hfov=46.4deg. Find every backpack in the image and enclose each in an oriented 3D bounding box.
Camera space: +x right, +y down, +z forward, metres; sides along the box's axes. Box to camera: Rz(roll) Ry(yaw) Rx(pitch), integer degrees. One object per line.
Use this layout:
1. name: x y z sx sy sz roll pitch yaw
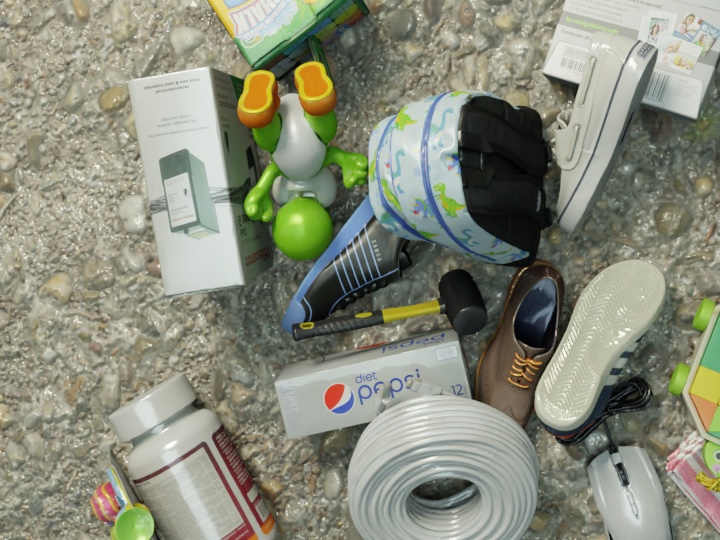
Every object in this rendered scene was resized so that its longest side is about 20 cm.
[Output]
1. backpack: 0.095 -0.086 0.770 0.151 0.200 0.167 2 92 17

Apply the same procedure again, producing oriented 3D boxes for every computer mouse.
1. computer mouse: 0.276 0.222 0.869 0.108 0.044 0.203 -21 94 8

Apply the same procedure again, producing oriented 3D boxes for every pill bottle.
1. pill bottle: -0.178 0.219 0.889 0.108 0.110 0.203 -28 93 9

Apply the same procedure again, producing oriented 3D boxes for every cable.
1. cable: 0.084 0.216 0.844 0.196 0.070 0.203 15 120 -10

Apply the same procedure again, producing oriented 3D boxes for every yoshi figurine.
1. yoshi figurine: -0.056 -0.085 0.793 0.111 0.202 0.112 30 61 24

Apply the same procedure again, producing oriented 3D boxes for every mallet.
1. mallet: 0.032 0.051 0.836 0.196 0.066 0.042 -15 130 -12

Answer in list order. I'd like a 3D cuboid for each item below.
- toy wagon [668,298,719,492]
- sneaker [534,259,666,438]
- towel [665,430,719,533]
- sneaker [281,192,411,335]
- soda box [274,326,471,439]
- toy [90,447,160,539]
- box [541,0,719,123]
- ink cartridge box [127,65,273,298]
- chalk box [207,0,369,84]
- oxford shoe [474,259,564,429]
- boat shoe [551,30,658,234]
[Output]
1. toy wagon: 0.385 0.125 0.822 0.153 0.040 0.203 22 90 16
2. sneaker: 0.237 0.080 0.843 0.074 0.085 0.201 32 72 27
3. towel: 0.429 0.189 0.854 0.200 0.030 0.147 -44 91 10
4. sneaker: 0.000 0.000 0.861 0.078 0.070 0.201 38 100 6
5. soda box: 0.014 0.115 0.874 0.196 0.068 0.065 -14 98 9
6. toy: -0.243 0.249 0.857 0.047 0.200 0.117 -28 93 -22
7. box: 0.277 -0.261 0.792 0.153 0.041 0.204 21 100 19
8. ink cartridge box: -0.151 -0.086 0.830 0.082 0.146 0.204 -8 97 6
9. chalk box: -0.074 -0.269 0.809 0.123 0.125 0.202 -34 93 10
10. oxford shoe: 0.158 0.091 0.851 0.070 0.073 0.204 12 99 5
11. boat shoe: 0.213 -0.127 0.793 0.065 0.072 0.202 29 138 19
